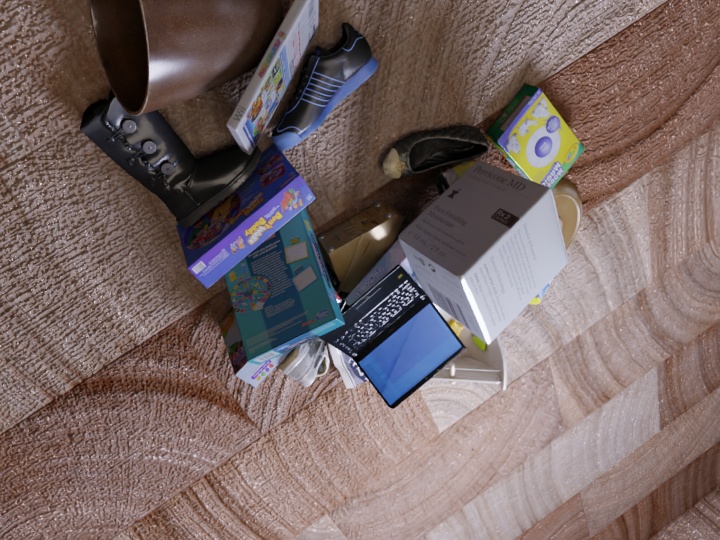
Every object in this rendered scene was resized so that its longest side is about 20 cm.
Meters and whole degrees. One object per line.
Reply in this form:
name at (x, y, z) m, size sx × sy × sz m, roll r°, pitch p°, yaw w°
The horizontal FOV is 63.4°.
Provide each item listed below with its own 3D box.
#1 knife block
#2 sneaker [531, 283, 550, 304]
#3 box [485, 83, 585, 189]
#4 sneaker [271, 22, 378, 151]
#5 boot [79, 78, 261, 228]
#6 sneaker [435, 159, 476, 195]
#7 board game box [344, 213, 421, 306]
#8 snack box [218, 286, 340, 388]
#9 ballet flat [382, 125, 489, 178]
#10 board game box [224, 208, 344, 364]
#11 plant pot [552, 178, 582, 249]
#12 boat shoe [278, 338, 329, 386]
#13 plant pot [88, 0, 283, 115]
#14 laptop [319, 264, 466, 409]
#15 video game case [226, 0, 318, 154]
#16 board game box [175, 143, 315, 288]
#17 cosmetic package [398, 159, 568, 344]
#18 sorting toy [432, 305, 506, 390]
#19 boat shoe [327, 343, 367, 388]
knife block at (0.000, 0.000, 1.033) m, size 0.196 × 0.064 × 0.179 m, roll -30°, pitch 128°, yaw -9°
sneaker at (0.310, -0.034, 1.147) m, size 0.082 × 0.074 × 0.202 m, roll -39°, pitch 105°, yaw -17°
box at (0.329, -0.228, 1.071) m, size 0.198 × 0.049 × 0.118 m, roll 34°, pitch 99°, yaw -35°
sneaker at (-0.066, -0.266, 0.844) m, size 0.200 × 0.070 × 0.078 m, roll -44°, pitch 118°, yaw -1°
boot at (-0.253, -0.180, 0.801) m, size 0.164 × 0.066 × 0.201 m, roll -41°, pitch 124°, yaw -1°
sneaker at (0.206, -0.112, 1.057) m, size 0.089 × 0.078 × 0.202 m, roll -34°, pitch 135°, yaw -7°
board game box at (0.081, 0.032, 1.054) m, size 0.200 × 0.043 × 0.200 m, roll -47°, pitch 147°, yaw -8°
snack box at (-0.136, 0.069, 0.952) m, size 0.200 × 0.143 × 0.053 m, roll -45°, pitch 126°, yaw 3°
ballet flat at (0.127, -0.201, 0.982) m, size 0.194 × 0.057 × 0.068 m, roll -20°, pitch 125°, yaw -15°
board game box at (-0.125, 0.014, 0.875) m, size 0.147 × 0.205 × 0.047 m, roll -24°, pitch 161°, yaw 9°
plant pot at (0.385, -0.087, 1.202) m, size 0.194 × 0.028 × 0.206 m, roll -13°, pitch 122°, yaw -20°
boat shoe at (-0.086, 0.153, 1.003) m, size 0.071 × 0.200 × 0.070 m, roll -43°, pitch 91°, yaw 12°
plant pot at (-0.197, -0.298, 0.700) m, size 0.196 × 0.185 × 0.193 m, roll -20°, pitch 128°, yaw -35°
laptop at (0.056, 0.118, 0.968) m, size 0.176 × 0.104 × 0.200 m, roll -40°, pitch 145°, yaw 6°
video game case at (-0.109, -0.256, 0.755) m, size 0.018 × 0.143 × 0.204 m, roll 28°, pitch 88°, yaw -4°
board game box at (-0.172, -0.085, 0.849) m, size 0.198 × 0.135 × 0.045 m, roll -39°, pitch 128°, yaw 0°
cosmetic package at (0.199, -0.034, 0.940) m, size 0.199 × 0.164 × 0.167 m, roll -42°, pitch 131°, yaw -11°
sorting toy at (0.174, 0.113, 1.082) m, size 0.192 × 0.107 × 0.186 m, roll 2°, pitch 114°, yaw 8°
boat shoe at (-0.007, 0.147, 1.089) m, size 0.090 × 0.076 × 0.202 m, roll -19°, pitch 146°, yaw 0°
